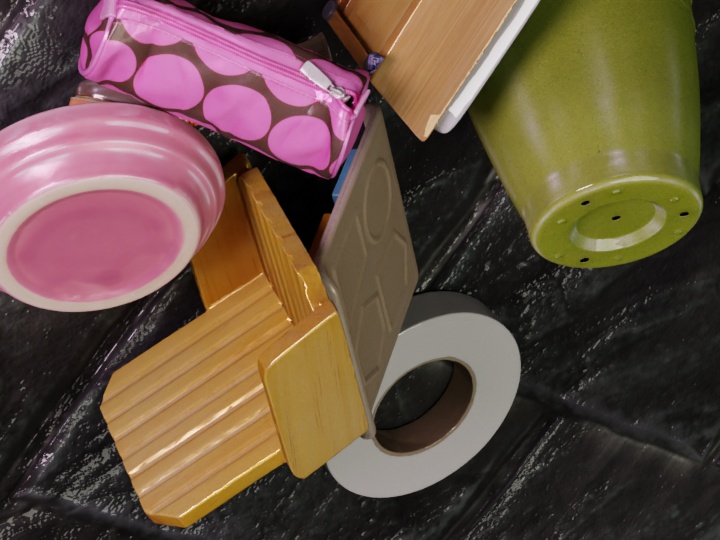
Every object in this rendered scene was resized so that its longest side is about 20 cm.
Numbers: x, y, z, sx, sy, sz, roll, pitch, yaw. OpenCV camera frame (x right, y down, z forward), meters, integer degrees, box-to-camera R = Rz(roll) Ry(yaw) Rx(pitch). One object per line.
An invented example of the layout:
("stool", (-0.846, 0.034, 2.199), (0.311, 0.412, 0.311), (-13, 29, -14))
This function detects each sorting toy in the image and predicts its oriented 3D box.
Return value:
("sorting toy", (0.000, 0.000, 1.668), (0.036, 0.200, 0.185), (1, 136, 15))

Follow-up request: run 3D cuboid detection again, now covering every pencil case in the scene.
("pencil case", (-0.091, -0.137, 1.470), (0.200, 0.094, 0.091), (20, 83, -7))

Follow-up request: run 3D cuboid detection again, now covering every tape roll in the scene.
("tape roll", (0.047, 0.109, 1.877), (0.203, 0.037, 0.203), (-19, 133, -22))

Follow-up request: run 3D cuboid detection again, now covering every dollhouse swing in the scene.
("dollhouse swing", (-0.116, 0.056, 1.602), (0.176, 0.200, 0.182), (-22, 135, -8))

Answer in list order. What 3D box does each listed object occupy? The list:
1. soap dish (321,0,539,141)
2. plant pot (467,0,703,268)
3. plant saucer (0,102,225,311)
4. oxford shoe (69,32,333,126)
("soap dish", (0.061, -0.212, 1.546), (0.081, 0.157, 0.200), (24, 108, -27))
("plant pot", (0.172, -0.113, 1.618), (0.200, 0.193, 0.200), (-7, 151, -4))
("plant saucer", (-0.192, -0.035, 1.532), (0.200, 0.051, 0.201), (-11, 144, -8))
("oxford shoe", (-0.114, -0.139, 1.553), (0.200, 0.071, 0.073), (-4, 94, -25))
